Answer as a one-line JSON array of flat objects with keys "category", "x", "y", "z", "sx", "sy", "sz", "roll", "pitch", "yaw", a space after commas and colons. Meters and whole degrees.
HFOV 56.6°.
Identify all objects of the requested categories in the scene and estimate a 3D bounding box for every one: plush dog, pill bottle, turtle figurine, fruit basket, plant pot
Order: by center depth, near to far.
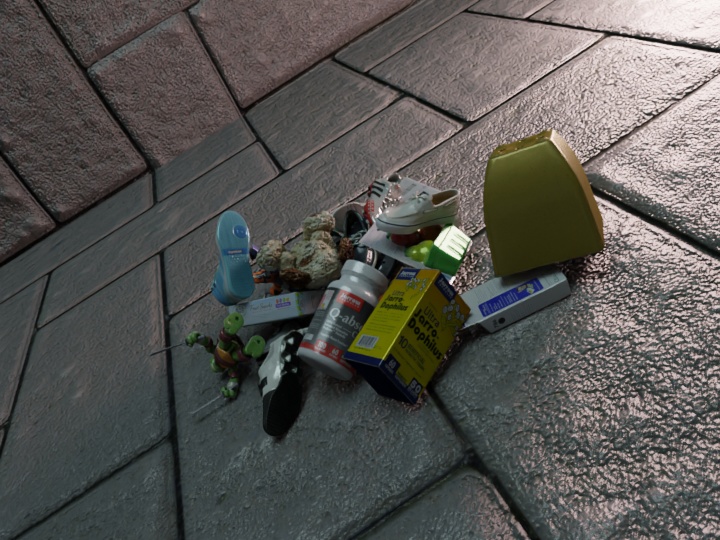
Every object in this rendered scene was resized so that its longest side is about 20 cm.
[{"category": "plant pot", "x": 0.315, "y": -0.134, "z": 1.204, "sx": 0.191, "sy": 0.204, "sz": 0.194, "roll": -16, "pitch": 14, "yaw": 24}, {"category": "pill bottle", "x": -0.029, "y": 0.091, "z": 1.256, "sx": 0.114, "sy": 0.115, "sz": 0.204, "roll": 7, "pitch": 66, "yaw": 47}, {"category": "fruit basket", "x": 0.113, "y": -0.050, "z": 1.337, "sx": 0.196, "sy": 0.096, "sz": 0.186, "roll": 19, "pitch": 33, "yaw": 13}, {"category": "turtle figurine", "x": -0.292, "y": 0.186, "z": 1.361, "sx": 0.194, "sy": 0.197, "sz": 0.147, "roll": -43, "pitch": 60, "yaw": 42}, {"category": "plush dog", "x": -0.101, "y": -0.012, "z": 1.410, "sx": 0.197, "sy": 0.163, "sz": 0.171, "roll": -30, "pitch": 21, "yaw": -15}]

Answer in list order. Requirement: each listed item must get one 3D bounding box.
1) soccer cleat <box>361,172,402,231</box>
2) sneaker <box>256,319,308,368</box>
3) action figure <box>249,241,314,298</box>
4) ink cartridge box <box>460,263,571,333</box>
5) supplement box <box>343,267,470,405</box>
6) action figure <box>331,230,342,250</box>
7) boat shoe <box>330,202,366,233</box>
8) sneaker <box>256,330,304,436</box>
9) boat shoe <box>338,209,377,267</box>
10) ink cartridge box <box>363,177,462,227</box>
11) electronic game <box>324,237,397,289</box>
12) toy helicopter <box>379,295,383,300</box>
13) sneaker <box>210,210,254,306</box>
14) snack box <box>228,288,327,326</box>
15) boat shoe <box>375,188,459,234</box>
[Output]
[{"category": "soccer cleat", "x": 0.055, "y": -0.152, "z": 1.484, "sx": 0.084, "sy": 0.069, "sz": 0.202, "roll": -29, "pitch": 27, "yaw": 22}, {"category": "sneaker", "x": -0.123, "y": 0.132, "z": 1.381, "sx": 0.196, "sy": 0.076, "sz": 0.117, "roll": -20, "pitch": 29, "yaw": 20}, {"category": "action figure", "x": -0.202, "y": -0.011, "z": 1.539, "sx": 0.191, "sy": 0.200, "sz": 0.106, "roll": -27, "pitch": 41, "yaw": 21}, {"category": "ink cartridge box", "x": 0.265, "y": 0.047, "z": 1.191, "sx": 0.196, "sy": 0.040, "sz": 0.100, "roll": -25, "pitch": 30, "yaw": 7}, {"category": "supplement box", "x": 0.082, "y": 0.108, "z": 1.151, "sx": 0.108, "sy": 0.109, "sz": 0.202, "roll": 3, "pitch": 52, "yaw": 54}, {"category": "action figure", "x": -0.093, "y": -0.070, "z": 1.649, "sx": 0.055, "sy": 0.118, "sz": 0.199, "roll": -51, "pitch": 25, "yaw": -14}, {"category": "boat shoe", "x": -0.007, "y": -0.131, "z": 1.632, "sx": 0.064, "sy": 0.076, "sz": 0.200, "roll": -15, "pitch": 7, "yaw": 45}, {"category": "sneaker", "x": -0.159, "y": 0.219, "z": 1.267, "sx": 0.087, "sy": 0.074, "sz": 0.204, "roll": -20, "pitch": 46, "yaw": 38}, {"category": "boat shoe", "x": -0.006, "y": -0.061, "z": 1.462, "sx": 0.074, "sy": 0.062, "sz": 0.203, "roll": -28, "pitch": 36, "yaw": 22}, {"category": "ink cartridge box", "x": 0.116, "y": -0.121, "z": 1.529, "sx": 0.147, "sy": 0.086, "sz": 0.200, "roll": -38, "pitch": 32, "yaw": -9}, {"category": "electronic game", "x": 0.000, "y": 0.000, "z": 1.484, "sx": 0.197, "sy": 0.042, "sz": 0.203, "roll": -29, "pitch": 36, "yaw": 22}, {"category": "toy helicopter", "x": 0.075, "y": 0.058, "z": 1.335, "sx": 0.130, "sy": 0.080, "sz": 0.201, "roll": -29, "pitch": 18, "yaw": 20}, {"category": "sneaker", "x": -0.293, "y": -0.017, "z": 1.464, "sx": 0.130, "sy": 0.078, "sz": 0.205, "roll": -36, "pitch": 58, "yaw": 53}, {"category": "snack box", "x": -0.166, "y": 0.081, "z": 1.438, "sx": 0.196, "sy": 0.054, "sz": 0.141, "roll": -12, "pitch": -5, "yaw": 34}, {"category": "boat shoe", "x": 0.116, "y": -0.123, "z": 1.300, "sx": 0.196, "sy": 0.071, "sz": 0.071, "roll": -12, "pitch": 35, "yaw": -28}]
